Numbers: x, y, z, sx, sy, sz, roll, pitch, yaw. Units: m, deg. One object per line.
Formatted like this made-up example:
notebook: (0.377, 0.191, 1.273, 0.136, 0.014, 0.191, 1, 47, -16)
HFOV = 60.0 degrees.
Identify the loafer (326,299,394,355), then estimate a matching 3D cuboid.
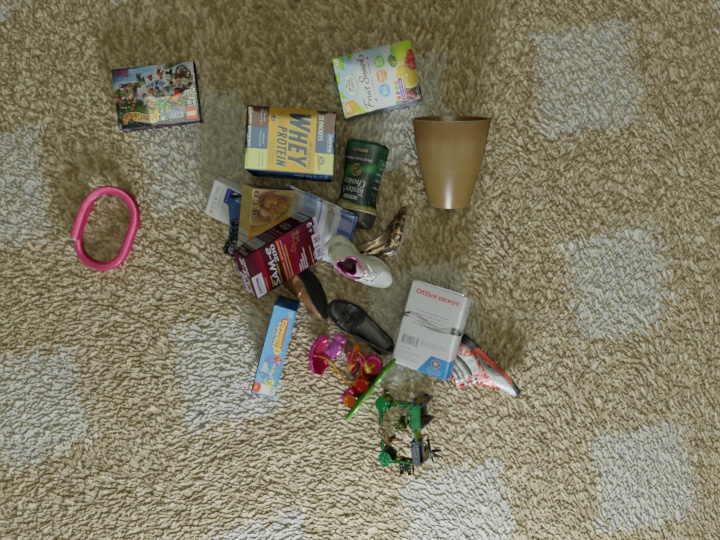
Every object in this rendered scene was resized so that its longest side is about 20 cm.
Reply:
loafer: (0.007, 0.138, 1.521, 0.198, 0.063, 0.073, 37, 83, -10)

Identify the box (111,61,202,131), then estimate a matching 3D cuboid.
box: (-0.484, -0.415, 1.487, 0.193, 0.038, 0.141, -7, 93, -2)

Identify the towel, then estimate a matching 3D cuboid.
towel: (-0.110, -0.103, 1.483, 0.195, 0.024, 0.150, 23, 118, 10)

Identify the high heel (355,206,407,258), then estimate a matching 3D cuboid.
high heel: (0.026, -0.079, 1.511, 0.139, 0.072, 0.205, 22, 101, -10)

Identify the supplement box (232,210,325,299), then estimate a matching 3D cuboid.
supplement box: (-0.178, -0.038, 1.394, 0.198, 0.060, 0.111, -34, 127, -27)

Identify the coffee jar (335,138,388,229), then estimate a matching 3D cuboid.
coffee jar: (0.000, -0.205, 1.494, 0.101, 0.085, 0.206, 12, 93, 18)

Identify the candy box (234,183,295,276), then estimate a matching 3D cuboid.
candy box: (-0.218, -0.089, 1.419, 0.113, 0.055, 0.206, -4, 107, -40)

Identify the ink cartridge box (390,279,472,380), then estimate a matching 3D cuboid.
ink cartridge box: (0.173, 0.141, 1.503, 0.141, 0.084, 0.206, 17, 92, 20)

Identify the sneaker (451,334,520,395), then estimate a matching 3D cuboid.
sneaker: (0.296, 0.266, 1.549, 0.201, 0.067, 0.108, 44, 91, -1)

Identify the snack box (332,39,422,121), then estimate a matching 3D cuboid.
snack box: (0.040, -0.457, 1.503, 0.194, 0.053, 0.147, -13, 93, -2)

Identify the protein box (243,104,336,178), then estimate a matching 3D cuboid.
protein box: (-0.155, -0.285, 1.430, 0.193, 0.199, 0.140, 3, 93, -3)

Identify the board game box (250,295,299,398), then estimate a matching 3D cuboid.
board game box: (-0.195, 0.171, 1.453, 0.054, 0.200, 0.202, 15, 93, -5)

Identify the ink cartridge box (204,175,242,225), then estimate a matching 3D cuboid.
ink cartridge box: (-0.271, -0.139, 1.496, 0.196, 0.037, 0.096, 27, 119, -2)

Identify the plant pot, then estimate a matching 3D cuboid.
plant pot: (0.212, -0.257, 1.476, 0.180, 0.187, 0.206, -2, 108, -3)

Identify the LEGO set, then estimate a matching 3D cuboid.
LEGO set: (0.117, 0.387, 1.544, 0.150, 0.115, 0.207, -10, 90, 28)

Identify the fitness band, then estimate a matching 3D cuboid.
fitness band: (-0.612, -0.102, 1.499, 0.140, 0.037, 0.205, 21, 93, -4)

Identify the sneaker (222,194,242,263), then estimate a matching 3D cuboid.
sneaker: (-0.275, -0.077, 1.452, 0.077, 0.089, 0.205, 8, 122, 27)

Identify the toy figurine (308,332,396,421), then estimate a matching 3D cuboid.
toy figurine: (-0.039, 0.224, 1.492, 0.183, 0.150, 0.201, 41, 116, 6)

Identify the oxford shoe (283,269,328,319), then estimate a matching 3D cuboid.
oxford shoe: (-0.146, 0.038, 1.525, 0.070, 0.071, 0.203, -29, 96, 29)

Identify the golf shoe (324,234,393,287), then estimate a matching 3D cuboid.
golf shoe: (0.000, 0.000, 1.451, 0.197, 0.093, 0.076, 29, 115, -28)
